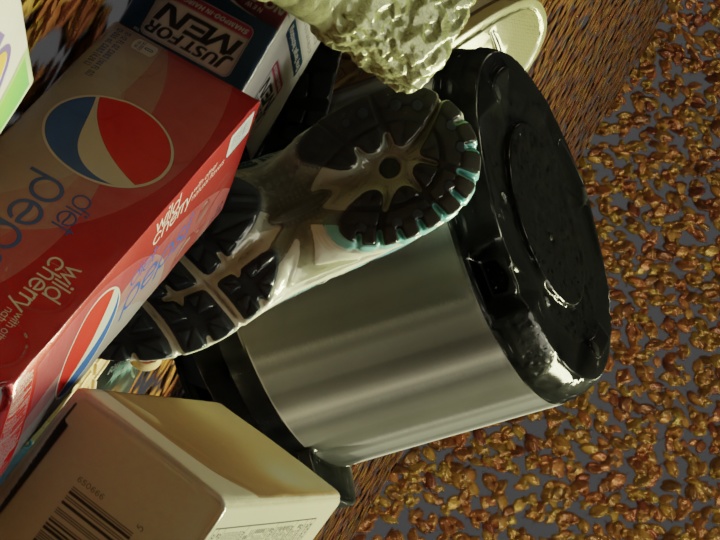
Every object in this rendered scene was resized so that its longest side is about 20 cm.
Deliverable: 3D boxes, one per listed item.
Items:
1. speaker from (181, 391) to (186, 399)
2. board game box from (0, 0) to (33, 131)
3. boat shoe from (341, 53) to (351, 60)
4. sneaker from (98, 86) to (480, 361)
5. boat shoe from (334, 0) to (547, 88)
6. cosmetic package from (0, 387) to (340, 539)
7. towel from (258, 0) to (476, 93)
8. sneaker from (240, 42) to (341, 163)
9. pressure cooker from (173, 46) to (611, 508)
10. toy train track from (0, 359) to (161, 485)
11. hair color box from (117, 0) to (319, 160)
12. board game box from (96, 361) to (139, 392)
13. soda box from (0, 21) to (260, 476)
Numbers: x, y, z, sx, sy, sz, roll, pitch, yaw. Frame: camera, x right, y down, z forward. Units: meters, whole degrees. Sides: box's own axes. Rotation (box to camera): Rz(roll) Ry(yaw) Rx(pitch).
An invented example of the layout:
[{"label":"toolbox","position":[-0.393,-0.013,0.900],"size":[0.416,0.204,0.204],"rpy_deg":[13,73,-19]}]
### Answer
[{"label":"speaker","position":[-0.058,0.063,1.638],"size":[0.200,0.081,0.081],"rpy_deg":[-65,173,25]},{"label":"board game box","position":[-0.137,-0.057,0.817],"size":[0.096,0.030,0.200],"rpy_deg":[-59,175,-18]},{"label":"boat shoe","position":[0.019,-0.153,1.315],"size":[0.200,0.070,0.071],"rpy_deg":[153,-56,-68]},{"label":"sneaker","position":[-0.047,-0.009,1.123],"size":[0.200,0.078,0.086],"rpy_deg":[-18,172,-6]},{"label":"boat shoe","position":[0.007,-0.085,1.424],"size":[0.200,0.068,0.075],"rpy_deg":[-42,141,-9]},{"label":"cosmetic package","position":[-0.082,0.106,1.043],"size":[0.105,0.071,0.200],"rpy_deg":[-53,169,2]},{"label":"towel","position":[0.015,-0.181,1.044],"size":[0.148,0.036,0.200],"rpy_deg":[28,83,-39]},{"label":"sneaker","position":[-0.041,-0.087,1.217],"size":[0.200,0.076,0.088],"rpy_deg":[-61,179,-6]},{"label":"pressure cooker","position":[-0.001,-0.002,1.275],"size":[0.200,0.179,0.176],"rpy_deg":[-18,-154,19]},{"label":"toy train track","position":[-0.131,0.084,1.147],"size":[0.200,0.032,0.115],"rpy_deg":[-56,170,-30]},{"label":"hair color box","position":[-0.024,-0.153,1.115],"size":[0.200,0.060,0.100],"rpy_deg":[-61,173,-9]},{"label":"board game box","position":[-0.155,0.089,1.239],"size":[0.135,0.028,0.200],"rpy_deg":[-64,172,15]},{"label":"soda box","position":[-0.114,-0.007,0.985],"size":[0.200,0.070,0.063],"rpy_deg":[-54,170,-49]}]
